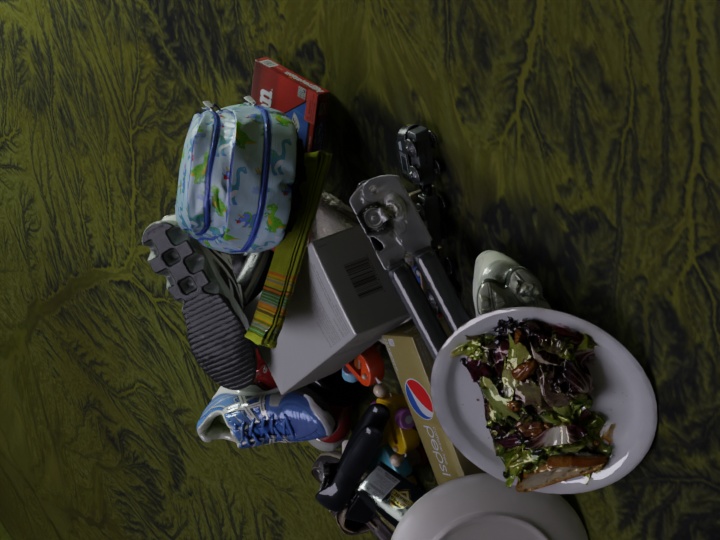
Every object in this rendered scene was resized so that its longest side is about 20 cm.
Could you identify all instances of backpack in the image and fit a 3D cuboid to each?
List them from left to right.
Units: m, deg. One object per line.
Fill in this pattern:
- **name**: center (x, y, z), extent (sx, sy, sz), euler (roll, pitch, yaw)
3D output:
- **backpack**: center (-0.117, -0.089, 1.401), extent (0.200, 0.153, 0.164), euler (20, 98, 62)

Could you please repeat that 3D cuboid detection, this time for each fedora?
- **fedora**: center (-0.117, 0.034, 1.668), extent (0.091, 0.201, 0.201), euler (29, 155, -11)

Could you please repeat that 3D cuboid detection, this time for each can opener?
- **can opener**: center (-0.002, 0.206, 1.578), extent (0.200, 0.078, 0.064), euler (107, 173, -48)
- **can opener**: center (0.054, 0.002, 1.353), extent (0.201, 0.053, 0.067), euler (62, -177, -2)

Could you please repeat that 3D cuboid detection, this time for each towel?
- **towel**: center (-0.075, -0.023, 1.436), extent (0.086, 0.018, 0.201), euler (9, 82, 70)
- **towel**: center (0.000, 0.000, 1.524), extent (0.200, 0.034, 0.133), euler (34, 141, 45)

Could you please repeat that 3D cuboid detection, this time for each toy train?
- **toy train**: center (0.026, 0.156, 1.599), extent (0.150, 0.055, 0.201), euler (41, 143, 43)
- **toy train**: center (0.060, -0.048, 1.374), extent (0.046, 0.034, 0.201), euler (34, 140, 50)

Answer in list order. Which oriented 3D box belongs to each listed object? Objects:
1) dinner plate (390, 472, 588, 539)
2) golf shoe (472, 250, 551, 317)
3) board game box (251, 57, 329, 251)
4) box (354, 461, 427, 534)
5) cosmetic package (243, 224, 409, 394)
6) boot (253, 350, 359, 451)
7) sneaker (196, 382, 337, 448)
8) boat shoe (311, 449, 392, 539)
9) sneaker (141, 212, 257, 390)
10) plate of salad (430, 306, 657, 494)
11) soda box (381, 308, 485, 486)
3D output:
- **dinner plate**: center (0.125, 0.288, 1.391), extent (0.024, 0.199, 0.201), euler (-95, -9, -68)
- **golf shoe**: center (0.146, 0.071, 1.311), extent (0.097, 0.078, 0.201), euler (-112, 9, -63)
- **board game box**: center (-0.084, -0.114, 1.531), extent (0.103, 0.019, 0.201), euler (33, 127, 37)
- **box**: center (0.097, 0.302, 1.523), extent (0.159, 0.046, 0.200), euler (29, 160, 48)
- **cosmetic package**: center (-0.036, 0.041, 1.485), extent (0.108, 0.085, 0.200), euler (64, 149, 8)
- **boot**: center (-0.086, 0.112, 1.718), extent (0.200, 0.072, 0.145), euler (35, 145, 17)
- **sneaker**: center (-0.109, 0.179, 1.685), extent (0.199, 0.077, 0.076), euler (-4, 122, 43)
- **boat shoe**: center (-0.006, 0.271, 1.707), extent (0.075, 0.073, 0.200), euler (51, 161, -29)
- **sneaker**: center (-0.153, 0.027, 1.536), extent (0.074, 0.088, 0.201), euler (-19, 99, 24)
- **plate of salad**: center (0.154, 0.121, 1.241), extent (0.199, 0.048, 0.201), euler (10, 125, 15)
- **soda box**: center (0.095, 0.142, 1.439), extent (0.064, 0.068, 0.201), euler (-2, 112, 61)
